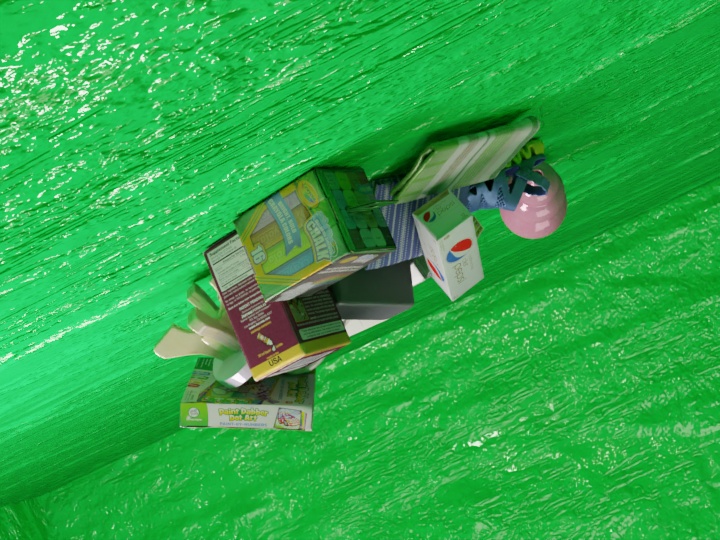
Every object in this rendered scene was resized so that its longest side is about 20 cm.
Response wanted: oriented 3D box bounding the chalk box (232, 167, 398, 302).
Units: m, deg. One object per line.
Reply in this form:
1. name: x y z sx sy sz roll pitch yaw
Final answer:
1. chalk box: -0.044 -0.058 1.390 0.199 0.125 0.124 -30 168 28

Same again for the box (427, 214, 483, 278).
1. box: 0.121 -0.027 1.898 0.199 0.035 0.110 -22 -156 46

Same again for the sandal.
1. sandal: 0.229 -0.132 1.708 0.199 0.088 0.080 -30 172 -5

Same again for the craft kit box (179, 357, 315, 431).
1. craft kit box: -0.167 0.188 1.627 0.195 0.049 0.200 4 -165 -3

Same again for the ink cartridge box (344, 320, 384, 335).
1. ink cartridge box: -0.053 0.074 2.066 0.198 0.083 0.147 -24 -159 6

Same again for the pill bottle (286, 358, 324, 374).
1. pill bottle: -0.117 0.086 1.719 0.109 0.110 0.200 -23 -161 -5

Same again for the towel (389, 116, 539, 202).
1. towel: 0.148 -0.162 1.506 0.199 0.031 0.149 -17 160 -33

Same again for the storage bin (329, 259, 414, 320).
1. storage bin: 0.000 0.000 1.638 0.199 0.136 0.145 2 160 -38

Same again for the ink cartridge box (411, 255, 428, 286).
1. ink cartridge box: 0.061 -0.016 1.864 0.173 0.044 0.200 -29 -160 30

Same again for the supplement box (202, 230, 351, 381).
1. supplement box: -0.118 0.039 1.501 0.103 0.202 0.131 -28 169 29

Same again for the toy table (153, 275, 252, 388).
1. toy table: -0.211 0.083 1.590 0.184 0.117 0.200 -53 -162 -7

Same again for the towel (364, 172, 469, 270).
1. towel: 0.087 -0.088 1.592 0.199 0.146 0.024 -16 -147 -36

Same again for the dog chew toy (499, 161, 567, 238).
1. dog chew toy: 0.311 -0.134 1.882 0.124 0.125 0.200 -23 164 0

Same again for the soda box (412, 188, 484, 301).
1. soda box: 0.135 -0.036 1.586 0.068 0.064 0.200 -35 152 -7

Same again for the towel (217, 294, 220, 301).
1. towel: -0.166 0.010 1.760 0.148 0.031 0.200 -21 171 -13
